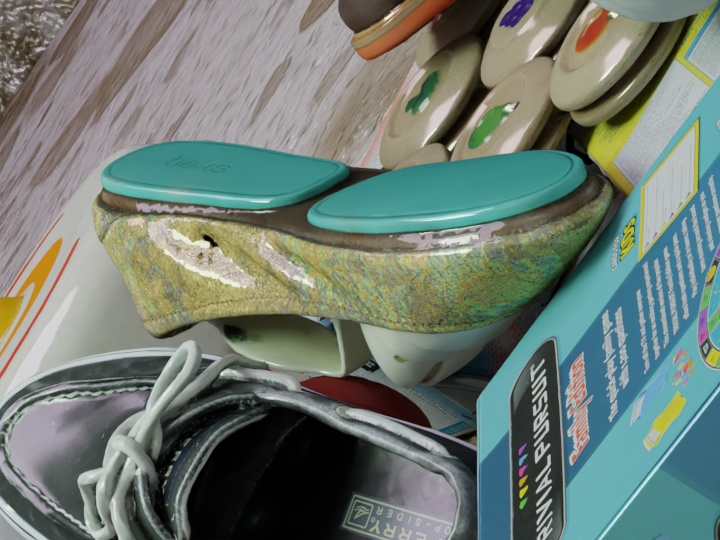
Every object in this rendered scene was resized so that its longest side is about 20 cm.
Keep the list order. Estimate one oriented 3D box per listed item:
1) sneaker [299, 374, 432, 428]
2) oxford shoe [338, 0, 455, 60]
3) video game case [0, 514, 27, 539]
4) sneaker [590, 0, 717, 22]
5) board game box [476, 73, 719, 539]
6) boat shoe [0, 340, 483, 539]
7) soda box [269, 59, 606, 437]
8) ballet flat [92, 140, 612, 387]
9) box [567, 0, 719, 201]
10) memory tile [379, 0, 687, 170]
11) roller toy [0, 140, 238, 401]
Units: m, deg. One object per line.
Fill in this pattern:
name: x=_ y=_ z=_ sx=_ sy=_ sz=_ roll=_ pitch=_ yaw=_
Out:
sneaker: x=-0.028 y=0.136 z=0.857 sx=0.116 sy=0.078 sz=0.200 roll=-101 pitch=30 yaw=-62
oxford shoe: x=0.031 y=-0.156 z=0.937 sx=0.071 sy=0.072 sz=0.200 roll=-25 pitch=35 yaw=59
video game case: x=-0.103 y=0.177 z=0.905 sx=0.200 sy=0.023 sz=0.183 roll=-120 pitch=32 yaw=-74
sneaker: x=0.042 y=-0.116 z=0.834 sx=0.200 sy=0.075 sz=0.089 roll=58 pitch=142 yaw=42
board game box: x=0.100 y=-0.001 z=0.679 sx=0.200 sy=0.047 sz=0.151 roll=-55 pitch=11 yaw=21
boat shoe: x=-0.039 y=0.058 z=0.805 sx=0.199 sy=0.068 sz=0.074 roll=17 pitch=82 yaw=38
soda box: x=0.045 y=-0.042 z=0.984 sx=0.200 sy=0.063 sz=0.068 roll=-63 pitch=14 yaw=-21
ballet flat: x=0.000 y=0.000 z=0.826 sx=0.200 sy=0.071 sz=0.071 roll=5 pitch=60 yaw=49
box: x=0.107 y=-0.074 z=0.849 sx=0.118 sy=0.048 sz=0.200 roll=-57 pitch=14 yaw=9
memory tile: x=0.058 y=-0.091 z=0.898 sx=0.153 sy=0.017 sz=0.200 roll=-40 pitch=23 yaw=42
roller toy: x=-0.082 y=0.052 z=1.095 sx=0.200 sy=0.140 sz=0.182 roll=-58 pitch=12 yaw=1
